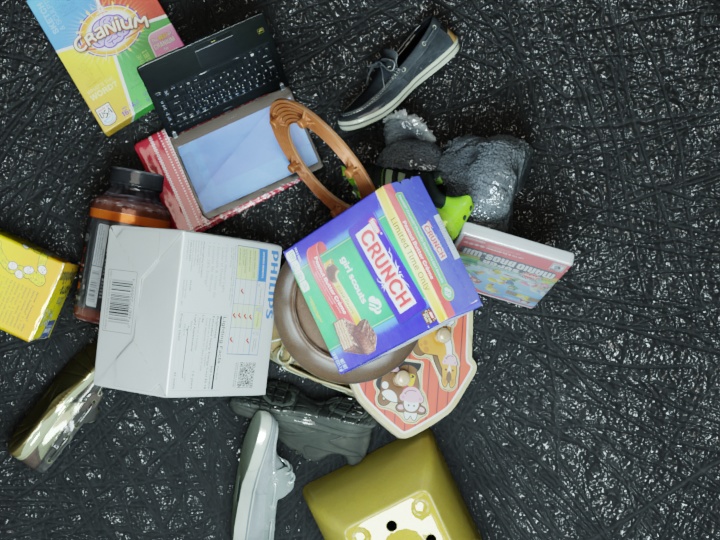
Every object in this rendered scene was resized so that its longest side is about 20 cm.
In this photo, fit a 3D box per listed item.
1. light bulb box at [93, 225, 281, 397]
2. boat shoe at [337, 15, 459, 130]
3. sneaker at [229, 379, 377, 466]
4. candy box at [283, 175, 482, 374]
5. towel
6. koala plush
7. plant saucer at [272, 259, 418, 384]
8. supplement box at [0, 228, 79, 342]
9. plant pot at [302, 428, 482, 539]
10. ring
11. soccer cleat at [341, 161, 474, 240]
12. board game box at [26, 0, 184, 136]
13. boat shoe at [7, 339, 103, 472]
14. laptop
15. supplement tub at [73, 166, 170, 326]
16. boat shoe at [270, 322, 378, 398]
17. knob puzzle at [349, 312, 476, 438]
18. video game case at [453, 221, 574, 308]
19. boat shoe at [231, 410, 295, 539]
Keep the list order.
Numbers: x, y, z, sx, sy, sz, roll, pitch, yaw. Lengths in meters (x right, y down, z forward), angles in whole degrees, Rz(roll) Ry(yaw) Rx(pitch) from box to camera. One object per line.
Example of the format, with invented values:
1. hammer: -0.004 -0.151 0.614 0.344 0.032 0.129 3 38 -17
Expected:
1. light bulb box: -0.211 0.052 1.605 0.123 0.199 0.202 6 89 32
2. boat shoe: 0.042 -0.258 1.689 0.200 0.075 0.062 -41 115 -8
3. sneaker: -0.079 0.205 1.686 0.197 0.076 0.092 14 116 10
4. candy box: 0.023 0.008 1.524 0.199 0.077 0.171 -31 84 43
5. towel: -0.185 -0.144 1.710 0.198 0.022 0.146 -26 89 -4
6. koala plush: 0.106 -0.116 1.658 0.197 0.184 0.180 16 87 11
7. plant saucer: -0.013 0.041 1.634 0.197 0.032 0.204 0 82 -2
8. supplement box: -0.479 0.000 1.654 0.198 0.109 0.111 24 89 -2
9. plant pot: 0.049 0.334 1.626 0.192 0.200 0.198 -26 90 -2
10. ring: -0.048 -0.127 1.597 0.019 0.200 0.201 -41 91 -18
11. soccer cleat: 0.057 -0.095 1.585 0.081 0.068 0.199 -47 50 -12
12. board game box: -0.322 -0.303 1.696 0.152 0.040 0.202 -32 91 -2
13. boat shoe: -0.372 0.174 1.682 0.201 0.071 0.066 -50 121 -14
14. laptop: -0.164 -0.196 1.652 0.175 0.201 0.104 -25 51 -5
15. supplement tub: -0.303 -0.029 1.661 0.105 0.107 0.203 10 90 -2
16. boat shoe: -0.061 0.107 1.692 0.198 0.063 0.074 25 89 -2
17. knob puzzle: 0.065 0.115 1.670 0.216 0.030 0.223 4 80 -22
18. video game case: 0.177 -0.004 1.635 0.141 0.200 0.018 16 72 -2
19. boat shoe: -0.121 0.270 1.667 0.070 0.070 0.203 6 116 -13
